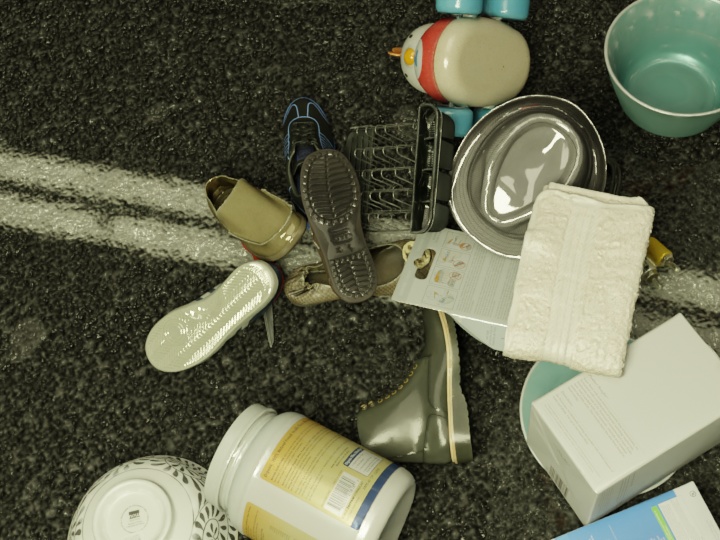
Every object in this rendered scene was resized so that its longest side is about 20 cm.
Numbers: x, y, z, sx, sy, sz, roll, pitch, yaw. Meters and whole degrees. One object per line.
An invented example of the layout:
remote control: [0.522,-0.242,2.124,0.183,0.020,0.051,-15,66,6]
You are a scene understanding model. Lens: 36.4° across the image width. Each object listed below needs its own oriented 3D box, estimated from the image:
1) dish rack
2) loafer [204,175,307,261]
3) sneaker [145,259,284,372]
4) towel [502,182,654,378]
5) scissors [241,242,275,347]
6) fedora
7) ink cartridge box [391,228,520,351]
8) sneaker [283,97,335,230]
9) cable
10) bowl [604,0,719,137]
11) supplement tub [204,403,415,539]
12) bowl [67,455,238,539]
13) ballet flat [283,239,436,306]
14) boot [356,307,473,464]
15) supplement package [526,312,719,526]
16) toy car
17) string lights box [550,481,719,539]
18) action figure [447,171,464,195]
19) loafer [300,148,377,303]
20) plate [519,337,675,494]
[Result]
dish rack: [0.033,-0.118,1.357,0.199,0.054,0.155,1,84,46]
loafer: [-0.139,-0.068,1.360,0.199,0.067,0.076,21,74,52]
sneaker: [-0.172,0.057,1.347,0.199,0.084,0.075,-32,87,15]
towel: [0.235,0.008,1.174,0.131,0.034,0.202,11,76,12]
scissors: [-0.128,0.004,1.401,0.072,0.014,0.202,5,64,6]
fedora: [0.192,-0.108,1.269,0.177,0.090,0.200,45,101,4]
ink cartridge box: [0.152,0.023,1.313,0.198,0.057,0.163,8,38,14]
sneaker: [-0.067,-0.155,1.440,0.069,0.078,0.202,-10,62,0]
cable: [0.320,-0.052,1.387,0.097,0.050,0.201,-27,50,10]
bowl: [0.413,-0.254,1.436,0.199,0.105,0.202,-2,62,3]
supplement tub: [-0.055,0.243,1.193,0.199,0.145,0.145,25,67,17]
bowl: [-0.242,0.287,1.215,0.199,0.094,0.202,-2,62,5]
ballet flat: [0.000,0.000,1.371,0.198,0.046,0.068,-12,63,-1]
boot: [0.053,0.131,1.286,0.137,0.078,0.202,-8,61,6]
supplement package: [0.297,0.163,1.190,0.199,0.120,0.122,-28,61,-10]
toy car: [0.104,-0.280,1.453,0.176,0.186,0.199,-7,16,-43]
string lights box: [0.287,0.315,1.174,0.198,0.059,0.103,-20,62,-6]
action figure: [0.193,-0.106,1.374,0.199,0.119,0.103,25,96,9]
loafer: [-0.033,-0.049,1.331,0.072,0.071,0.202,-8,73,-10]
plate: [0.283,0.168,1.271,0.198,0.026,0.202,-2,63,3]
